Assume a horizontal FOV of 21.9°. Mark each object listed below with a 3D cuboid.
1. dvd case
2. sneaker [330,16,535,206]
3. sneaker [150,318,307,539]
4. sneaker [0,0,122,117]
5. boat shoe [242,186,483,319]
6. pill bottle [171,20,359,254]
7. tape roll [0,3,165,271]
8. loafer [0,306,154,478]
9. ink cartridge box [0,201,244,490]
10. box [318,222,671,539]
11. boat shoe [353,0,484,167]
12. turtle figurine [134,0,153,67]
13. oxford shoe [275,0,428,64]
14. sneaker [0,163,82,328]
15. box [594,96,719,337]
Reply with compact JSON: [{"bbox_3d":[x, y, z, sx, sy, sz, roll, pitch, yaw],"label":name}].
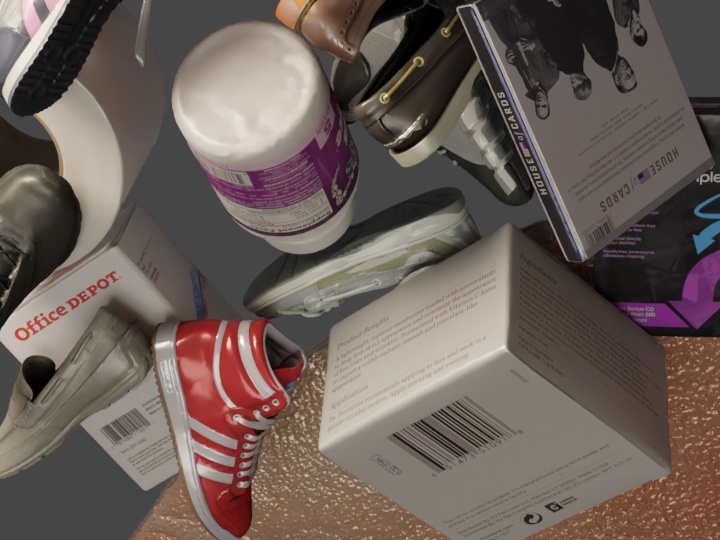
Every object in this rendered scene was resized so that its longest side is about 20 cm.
[{"bbox_3d":[0.164,-0.129,1.319,0.025,0.150,0.200,0,119,56],"label":"dvd case"},{"bbox_3d":[0.044,-0.121,1.410,0.115,0.075,0.200,-26,103,27],"label":"sneaker"},{"bbox_3d":[-0.088,0.127,1.476,0.112,0.071,0.200,-7,116,14],"label":"sneaker"},{"bbox_3d":[-0.200,-0.206,1.258,0.082,0.070,0.200,44,103,23],"label":"sneaker"},{"bbox_3d":[0.001,-0.001,1.482,0.202,0.074,0.065,-24,110,14],"label":"boat shoe"},{"bbox_3d":[-0.061,-0.089,1.374,0.112,0.112,0.200,-2,157,11],"label":"pill bottle"},{"bbox_3d":[-0.261,-0.115,1.417,0.202,0.139,0.203,5,121,7],"label":"tape roll"},{"bbox_3d":[-0.249,0.099,1.488,0.200,0.070,0.070,-38,103,21],"label":"loafer"},{"bbox_3d":[-0.183,0.064,1.542,0.145,0.084,0.200,-31,111,24],"label":"ink cartridge box"},{"bbox_3d":[0.105,0.099,1.448,0.199,0.131,0.200,-31,127,34],"label":"box"},{"bbox_3d":[0.060,-0.168,1.306,0.061,0.201,0.072,39,151,-22],"label":"boat shoe"},{"bbox_3d":[-0.097,-0.275,1.278,0.200,0.144,0.194,-30,97,-16],"label":"turtle figurine"},{"bbox_3d":[0.031,-0.219,1.291,0.073,0.200,0.071,41,160,7],"label":"oxford shoe"},{"bbox_3d":[-0.270,0.009,1.359,0.076,0.091,0.200,32,119,-8],"label":"sneaker"},{"bbox_3d":[0.252,-0.040,1.438,0.143,0.036,0.200,0,119,9],"label":"box"}]
